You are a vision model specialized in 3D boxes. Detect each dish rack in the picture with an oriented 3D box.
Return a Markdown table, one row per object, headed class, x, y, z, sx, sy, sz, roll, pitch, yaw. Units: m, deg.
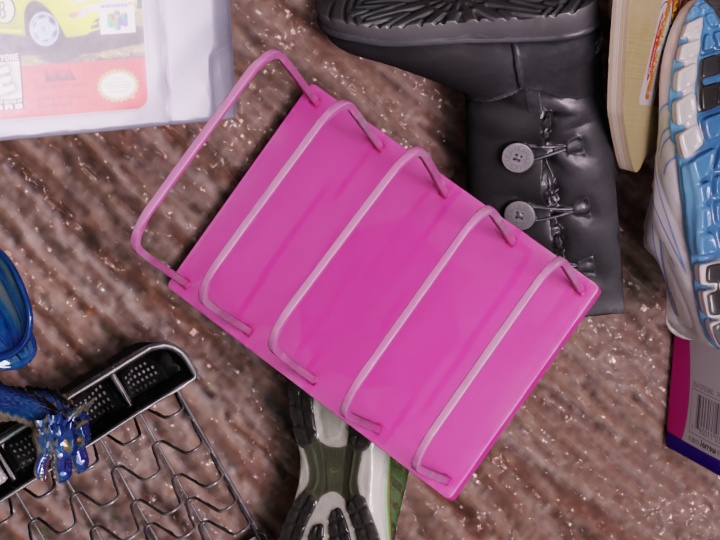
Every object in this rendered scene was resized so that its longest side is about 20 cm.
| class | x | y | z | sx | sy | sz | roll | pitch | yaw |
| --- | --- | --- | --- | --- | --- | --- | --- | --- | --- |
| dish rack | -0.127 | 0.150 | 1.211 | 0.153 | 0.055 | 0.201 | -32 | 110 | -11 |

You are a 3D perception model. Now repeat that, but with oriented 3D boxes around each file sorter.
| class | x | y | z | sx | sy | sz | roll | pitch | yaw |
| --- | --- | --- | --- | --- | --- | --- | --- | --- | --- |
| file sorter | 0.000 | 0.000 | 1.135 | 0.199 | 0.125 | 0.139 | 36 | 89 | 15 |

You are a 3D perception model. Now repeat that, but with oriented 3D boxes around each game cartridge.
| class | x | y | z | sx | sy | sz | roll | pitch | yaw |
| --- | --- | --- | --- | --- | --- | --- | --- | --- | --- |
| game cartridge | -0.164 | -0.138 | 1.147 | 0.198 | 0.041 | 0.134 | -7 | 97 | -19 |

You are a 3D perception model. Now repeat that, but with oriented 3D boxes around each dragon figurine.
| class | x | y | z | sx | sy | sz | roll | pitch | yaw |
| --- | --- | --- | --- | --- | --- | --- | --- | --- | --- |
| dragon figurine | -0.201 | 0.025 | 1.140 | 0.099 | 0.059 | 0.201 | -15 | 74 | -8 |

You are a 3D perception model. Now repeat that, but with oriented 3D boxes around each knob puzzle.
| class | x | y | z | sx | sy | sz | roll | pitch | yaw |
| --- | --- | --- | --- | --- | --- | --- | --- | --- | --- |
| knob puzzle | 0.161 | -0.155 | 1.205 | 0.030 | 0.219 | 0.222 | 15 | 97 | 19 |

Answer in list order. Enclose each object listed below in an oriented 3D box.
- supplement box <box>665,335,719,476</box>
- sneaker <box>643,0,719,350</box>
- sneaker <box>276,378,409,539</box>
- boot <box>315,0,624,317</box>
| class | x | y | z | sx | sy | sz | roll | pitch | yaw |
| --- | --- | --- | --- | --- | --- | --- | --- | --- | --- |
| supplement box | 0.252 | 0.017 | 1.296 | 0.102 | 0.101 | 0.202 | -2 | 102 | -20 |
| sneaker | 0.186 | -0.052 | 1.224 | 0.074 | 0.086 | 0.202 | -3 | 92 | -27 |
| sneaker | 0.006 | 0.128 | 1.239 | 0.088 | 0.076 | 0.202 | 0 | 97 | -58 |
| boot | 0.065 | -0.066 | 1.228 | 0.163 | 0.066 | 0.201 | 5 | 128 | 21 |
